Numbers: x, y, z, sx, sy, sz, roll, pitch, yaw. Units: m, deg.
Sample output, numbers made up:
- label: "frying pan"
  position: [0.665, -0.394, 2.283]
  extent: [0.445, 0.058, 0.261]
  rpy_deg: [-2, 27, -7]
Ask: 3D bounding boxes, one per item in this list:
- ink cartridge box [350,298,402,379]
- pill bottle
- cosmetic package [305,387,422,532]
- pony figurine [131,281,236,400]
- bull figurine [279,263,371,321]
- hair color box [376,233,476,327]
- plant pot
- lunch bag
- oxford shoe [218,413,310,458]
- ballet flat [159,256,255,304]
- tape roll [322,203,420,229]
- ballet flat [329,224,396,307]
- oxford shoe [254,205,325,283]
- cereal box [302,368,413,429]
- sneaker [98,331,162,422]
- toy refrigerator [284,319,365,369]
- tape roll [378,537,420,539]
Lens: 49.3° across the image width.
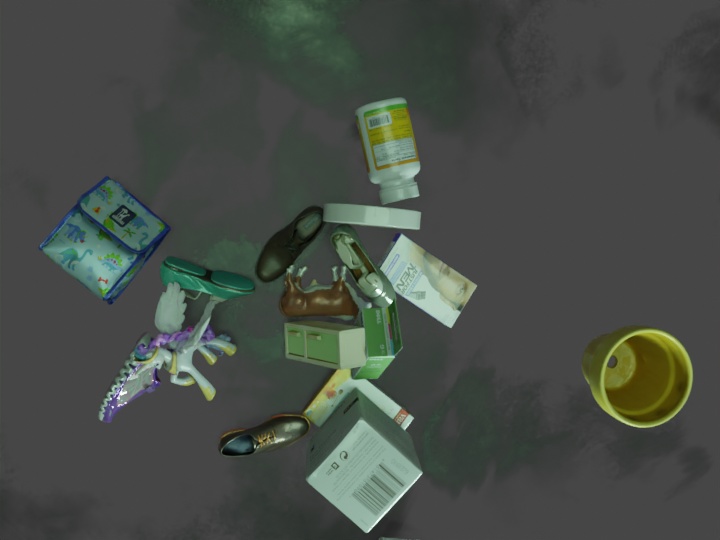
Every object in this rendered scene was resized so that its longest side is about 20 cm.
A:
- label: "ink cartridge box"
  position: [0.025, 0.140, 1.576]
  extent: [0.059, 0.200, 0.105]
  rpy_deg: [0, 66, -14]
- label: "pill bottle"
  position: [0.061, -0.244, 1.616]
  extent: [0.110, 0.111, 0.202]
  rpy_deg: [-13, 95, -6]
- label: "cosmetic package"
  position: [0.002, 0.370, 1.560]
  extent: [0.165, 0.200, 0.165]
  rpy_deg: [42, 93, -8]
- label: "pony figurine"
  position: [-0.342, 0.144, 1.558]
  extent: [0.200, 0.166, 0.195]
  rpy_deg: [36, 75, -46]
- label: "bull figurine"
  position: [-0.071, 0.050, 1.642]
  extent: [0.197, 0.065, 0.123]
  rpy_deg: [-1, 87, -11]
- label: "hair color box"
  position: [0.134, 0.021, 1.664]
  extent: [0.199, 0.065, 0.110]
  rpy_deg: [33, 89, -9]
- label: "plant pot"
  position: [0.563, 0.209, 1.661]
  extent: [0.198, 0.189, 0.204]
  rpy_deg: [0, 94, -7]
- label: "lunch bag"
  position: [-0.502, -0.062, 1.561]
  extent: [0.170, 0.127, 0.201]
  rpy_deg: [39, 75, -5]
- label: "oxford shoe"
  position: [-0.198, 0.353, 1.638]
  extent: [0.198, 0.073, 0.072]
  rpy_deg: [-17, 94, -6]
- label: "ballet flat"
  position: [-0.317, 0.030, 1.619]
  extent: [0.198, 0.068, 0.071]
  rpy_deg: [17, 115, -7]
- label: "tape roll"
  position: [0.023, -0.108, 1.574]
  extent: [0.200, 0.203, 0.038]
  rpy_deg: [5, 93, -7]
- label: "ballet flat"
  position: [0.000, 0.000, 1.594]
  extent: [0.067, 0.064, 0.201]
  rpy_deg: [-31, 95, 26]
- label: "oxford shoe"
  position: [-0.147, -0.056, 1.617]
  extent: [0.073, 0.084, 0.200]
  rpy_deg: [40, 90, -9]
- label: "cereal box"
  position: [-0.005, 0.307, 1.675]
  extent: [0.199, 0.040, 0.144]
  rpy_deg: [38, 90, -7]
- label: "sneaker"
  position: [-0.458, 0.230, 1.603]
  extent: [0.088, 0.080, 0.201]
  rpy_deg: [33, 88, -15]
- label: "toy refrigerator"
  position: [-0.077, 0.146, 1.574]
  extent: [0.069, 0.199, 0.077]
  rpy_deg: [-5, 95, -36]
- label: "tape roll"
  position: [0.102, 0.663, 1.627]
  extent: [0.137, 0.203, 0.205]
  rpy_deg: [7, 92, -6]
